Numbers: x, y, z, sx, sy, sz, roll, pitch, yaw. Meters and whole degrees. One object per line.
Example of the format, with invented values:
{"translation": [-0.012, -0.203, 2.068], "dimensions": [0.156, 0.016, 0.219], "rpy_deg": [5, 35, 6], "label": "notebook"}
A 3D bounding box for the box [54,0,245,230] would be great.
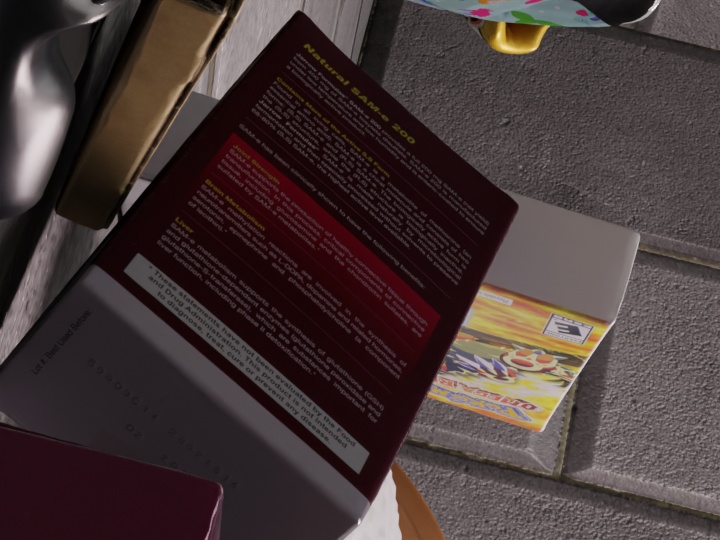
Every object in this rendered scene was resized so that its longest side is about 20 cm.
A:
{"translation": [-0.035, -0.110, 0.597], "dimensions": [0.200, 0.021, 0.164], "rpy_deg": [138, -26, -70], "label": "box"}

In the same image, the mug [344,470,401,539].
{"translation": [-0.061, 0.123, 0.764], "dimensions": [0.200, 0.147, 0.176], "rpy_deg": [-44, 143, -71], "label": "mug"}

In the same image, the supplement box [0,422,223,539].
{"translation": [-0.088, 0.121, 0.498], "dimensions": [0.200, 0.085, 0.111], "rpy_deg": [102, 2, -65], "label": "supplement box"}

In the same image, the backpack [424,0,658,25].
{"translation": [0.038, -0.196, 0.868], "dimensions": [0.200, 0.150, 0.179], "rpy_deg": [16, -87, 53], "label": "backpack"}

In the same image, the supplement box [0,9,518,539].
{"translation": [-0.027, 0.006, 0.681], "dimensions": [0.061, 0.109, 0.200], "rpy_deg": [-45, -173, 34], "label": "supplement box"}

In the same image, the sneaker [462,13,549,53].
{"translation": [0.120, -0.168, 0.940], "dimensions": [0.200, 0.078, 0.083], "rpy_deg": [-38, -124, 37], "label": "sneaker"}

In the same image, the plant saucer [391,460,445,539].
{"translation": [-0.046, 0.149, 0.898], "dimensions": [0.032, 0.200, 0.201], "rpy_deg": [-19, 127, -56], "label": "plant saucer"}

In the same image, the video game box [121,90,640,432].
{"translation": [0.000, 0.000, 0.872], "dimensions": [0.182, 0.199, 0.047], "rpy_deg": [100, 7, -74], "label": "video game box"}

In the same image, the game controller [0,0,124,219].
{"translation": [-0.065, -0.097, 0.525], "dimensions": [0.105, 0.042, 0.200], "rpy_deg": [-59, -170, 36], "label": "game controller"}
